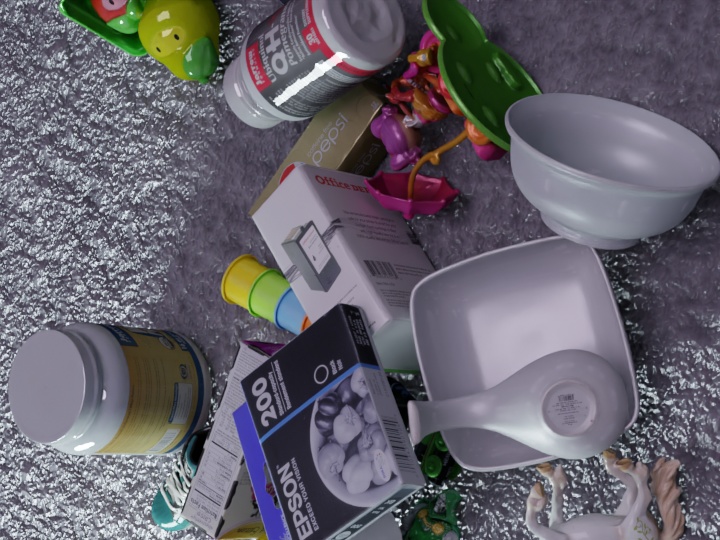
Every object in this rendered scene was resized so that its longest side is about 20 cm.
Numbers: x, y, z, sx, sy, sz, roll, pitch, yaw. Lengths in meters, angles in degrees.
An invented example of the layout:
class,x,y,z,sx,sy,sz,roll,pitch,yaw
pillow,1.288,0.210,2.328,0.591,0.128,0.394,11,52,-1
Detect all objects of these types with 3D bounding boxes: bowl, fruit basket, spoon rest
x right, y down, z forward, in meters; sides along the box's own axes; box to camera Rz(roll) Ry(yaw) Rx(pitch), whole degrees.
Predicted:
class,x,y,z,sx,sy,sz,roll,pitch,yaw
bowl,0.220,-0.081,1.417,0.200,0.200,0.091,34,125,34
fruit basket,-0.234,-0.318,1.802,0.214,0.155,0.218,-23,54,36
bowl,0.159,0.078,1.468,0.198,0.075,0.202,-16,85,18
spoon rest,0.144,0.126,1.414,0.198,0.061,0.100,-5,91,6

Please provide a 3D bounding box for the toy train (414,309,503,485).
class,x,y,z,sx,sy,sz,roll,pitch,yaw
toy train,0.102,0.119,1.557,0.056,0.042,0.202,32,104,44

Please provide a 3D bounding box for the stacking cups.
class,x,y,z,sx,sy,sz,roll,pitch,yaw
stacking cups,-0.065,0.048,1.673,0.199,0.060,0.061,29,102,35

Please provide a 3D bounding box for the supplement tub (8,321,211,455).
class,x,y,z,sx,sy,sz,roll,pitch,yaw
supplement tub,-0.278,0.134,1.735,0.144,0.199,0.146,-5,81,35

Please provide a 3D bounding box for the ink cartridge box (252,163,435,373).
class,x,y,z,sx,sy,sz,roll,pitch,yaw
ink cartridge box,0.000,0.000,1.579,0.084,0.145,0.201,-44,61,25

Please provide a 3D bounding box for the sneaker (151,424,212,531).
class,x,y,z,sx,sy,sz,roll,pitch,yaw
sneaker,-0.180,0.220,1.725,0.200,0.080,0.072,-46,61,24

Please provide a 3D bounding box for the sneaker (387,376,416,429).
class,x,y,z,sx,sy,sz,roll,pitch,yaw
sneaker,-0.003,0.206,1.604,0.078,0.070,0.202,26,100,40

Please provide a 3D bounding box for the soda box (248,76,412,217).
class,x,y,z,sx,sy,sz,roll,pitch,yaw
soda box,-0.032,-0.115,1.668,0.068,0.064,0.201,48,112,30

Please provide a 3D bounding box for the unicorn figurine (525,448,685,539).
class,x,y,z,sx,sy,sz,roll,pitch,yaw
unicorn figurine,0.204,0.240,1.431,0.198,0.074,0.139,-8,110,25

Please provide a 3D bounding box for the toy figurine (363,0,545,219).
class,x,y,z,sx,sy,sz,roll,pitch,yaw
toy figurine,0.068,-0.143,1.556,0.184,0.150,0.201,-42,71,35

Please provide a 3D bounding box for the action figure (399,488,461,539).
class,x,y,z,sx,sy,sz,roll,pitch,yaw
action figure,0.045,0.305,1.570,0.118,0.054,0.201,37,102,36

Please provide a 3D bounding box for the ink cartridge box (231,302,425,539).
class,x,y,z,sx,sy,sz,roll,pitch,yaw
ink cartridge box,-0.047,0.166,1.465,0.200,0.043,0.199,-40,54,29

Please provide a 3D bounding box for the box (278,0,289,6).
class,x,y,z,sx,sy,sz,roll,pitch,yaw
box,-0.051,-0.400,1.679,0.197,0.123,0.201,45,110,33

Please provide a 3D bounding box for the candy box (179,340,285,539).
class,x,y,z,sx,sy,sz,roll,pitch,yaw
candy box,-0.097,0.181,1.635,0.061,0.136,0.202,27,101,36

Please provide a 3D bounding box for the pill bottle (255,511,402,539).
class,x,y,z,sx,sy,sz,roll,pitch,yaw
pill bottle,-0.046,0.296,1.543,0.200,0.109,0.110,-38,63,43

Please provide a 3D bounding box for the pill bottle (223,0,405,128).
class,x,y,z,sx,sy,sz,roll,pitch,yaw
pill bottle,-0.054,-0.221,1.587,0.199,0.110,0.112,-28,68,47
